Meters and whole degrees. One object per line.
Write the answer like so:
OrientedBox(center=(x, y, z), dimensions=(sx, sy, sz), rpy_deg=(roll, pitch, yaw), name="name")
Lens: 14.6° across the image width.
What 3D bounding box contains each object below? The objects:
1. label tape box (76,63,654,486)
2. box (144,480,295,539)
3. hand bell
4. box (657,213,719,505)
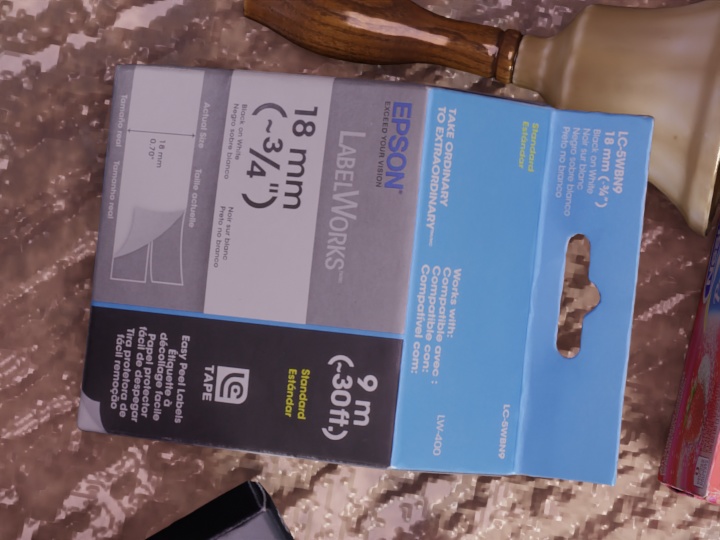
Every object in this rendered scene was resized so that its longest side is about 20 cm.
OrientedBox(center=(0.000, 0.000, 1.064), dimensions=(0.200, 0.063, 0.144), rpy_deg=(5, 89, 23), name="label tape box")
OrientedBox(center=(-0.073, 0.214, 1.046), dimensions=(0.200, 0.124, 0.197), rpy_deg=(-31, 93, -3), name="box")
OrientedBox(center=(0.051, -0.084, 1.111), dimensions=(0.200, 0.104, 0.104), rpy_deg=(13, 88, 9), name="hand bell")
OrientedBox(center=(0.192, 0.001, 1.101), dimensions=(0.100, 0.095, 0.200), rpy_deg=(13, 89, -5), name="box")
